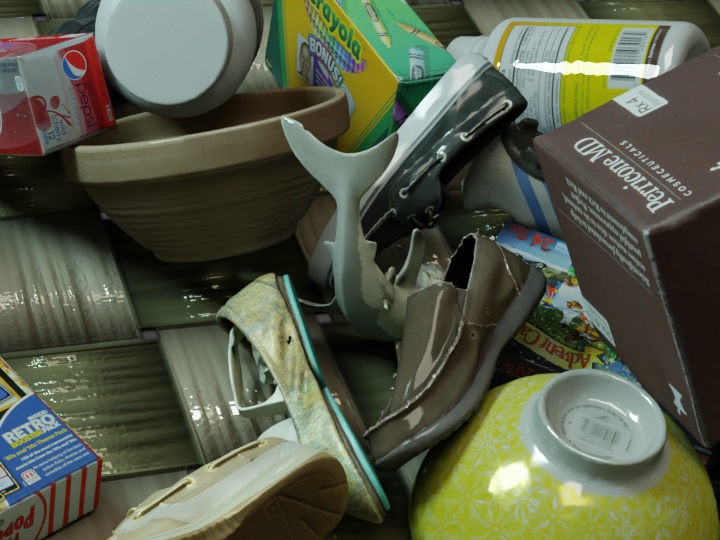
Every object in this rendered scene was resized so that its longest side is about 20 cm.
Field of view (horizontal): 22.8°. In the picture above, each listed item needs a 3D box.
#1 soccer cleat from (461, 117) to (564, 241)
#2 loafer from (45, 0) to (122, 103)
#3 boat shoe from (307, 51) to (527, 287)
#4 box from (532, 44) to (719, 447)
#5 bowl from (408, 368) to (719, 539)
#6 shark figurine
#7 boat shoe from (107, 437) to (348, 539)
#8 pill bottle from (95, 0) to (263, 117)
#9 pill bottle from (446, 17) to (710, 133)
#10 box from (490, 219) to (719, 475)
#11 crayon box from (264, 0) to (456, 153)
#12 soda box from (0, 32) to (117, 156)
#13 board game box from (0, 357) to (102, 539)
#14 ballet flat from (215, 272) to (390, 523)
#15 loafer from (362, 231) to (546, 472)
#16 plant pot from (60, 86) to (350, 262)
[{"bbox_3d":[0.165,-0.043,1.333,0.199,0.086,0.070,27,41,-21],"label":"soccer cleat"},{"bbox_3d":[-0.195,-0.157,1.345,0.070,0.069,0.201,12,28,6],"label":"loafer"},{"bbox_3d":[0.040,-0.063,1.253,0.056,0.069,0.201,37,86,14],"label":"boat shoe"},{"bbox_3d":[0.245,-0.031,1.120,0.199,0.165,0.166,-26,30,-8],"label":"box"},{"bbox_3d":[0.135,0.126,1.090,0.198,0.108,0.201,8,40,-7],"label":"bowl"},{"bbox_3d":[-0.009,0.003,1.172,0.089,0.215,0.129,6,64,23],"label":"shark figurine"},{"bbox_3d":[-0.102,0.159,1.023,0.199,0.074,0.069,-27,29,-25],"label":"boat shoe"},{"bbox_3d":[-0.124,-0.165,1.231,0.109,0.112,0.200,10,12,-3],"label":"pill bottle"},{"bbox_3d":[0.163,-0.138,1.373,0.198,0.110,0.109,6,34,29],"label":"pill bottle"},{"bbox_3d":[0.169,0.049,1.242,0.198,0.038,0.137,21,40,10],"label":"box"},{"bbox_3d":[-0.002,-0.157,1.373,0.058,0.120,0.200,-11,45,-26],"label":"crayon box"},{"bbox_3d":[-0.253,-0.121,1.231,0.063,0.071,0.199,-25,20,-37],"label":"soda box"},{"bbox_3d":[-0.273,0.097,1.060,0.151,0.047,0.200,-26,53,-36],"label":"board game box"},{"bbox_3d":[-0.043,0.088,1.125,0.070,0.071,0.201,-7,49,-23],"label":"ballet flat"},{"bbox_3d":[0.047,0.048,1.133,0.071,0.073,0.200,44,44,-7],"label":"loafer"},{"bbox_3d":[-0.100,-0.062,1.227,0.199,0.094,0.201,-10,11,2],"label":"plant pot"}]
